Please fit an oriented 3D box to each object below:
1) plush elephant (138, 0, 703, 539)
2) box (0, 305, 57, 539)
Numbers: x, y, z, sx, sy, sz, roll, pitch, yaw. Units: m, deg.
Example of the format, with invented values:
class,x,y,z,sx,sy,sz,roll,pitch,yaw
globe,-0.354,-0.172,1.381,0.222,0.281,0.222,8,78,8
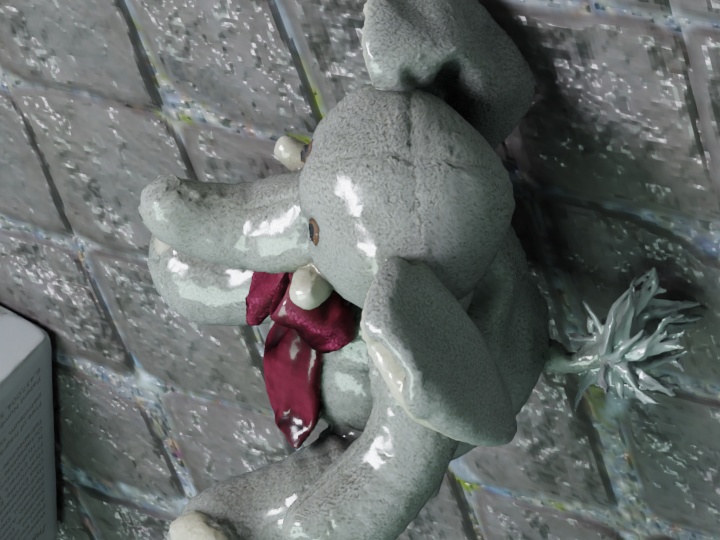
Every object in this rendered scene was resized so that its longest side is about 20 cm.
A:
class,x,y,z,sx,sy,sz,roll,pitch,yaw
plush elephant,0.000,0.000,0.938,0.199,0.165,0.155,-9,144,16
box,-0.268,0.095,1.282,0.199,0.200,0.172,28,144,17
